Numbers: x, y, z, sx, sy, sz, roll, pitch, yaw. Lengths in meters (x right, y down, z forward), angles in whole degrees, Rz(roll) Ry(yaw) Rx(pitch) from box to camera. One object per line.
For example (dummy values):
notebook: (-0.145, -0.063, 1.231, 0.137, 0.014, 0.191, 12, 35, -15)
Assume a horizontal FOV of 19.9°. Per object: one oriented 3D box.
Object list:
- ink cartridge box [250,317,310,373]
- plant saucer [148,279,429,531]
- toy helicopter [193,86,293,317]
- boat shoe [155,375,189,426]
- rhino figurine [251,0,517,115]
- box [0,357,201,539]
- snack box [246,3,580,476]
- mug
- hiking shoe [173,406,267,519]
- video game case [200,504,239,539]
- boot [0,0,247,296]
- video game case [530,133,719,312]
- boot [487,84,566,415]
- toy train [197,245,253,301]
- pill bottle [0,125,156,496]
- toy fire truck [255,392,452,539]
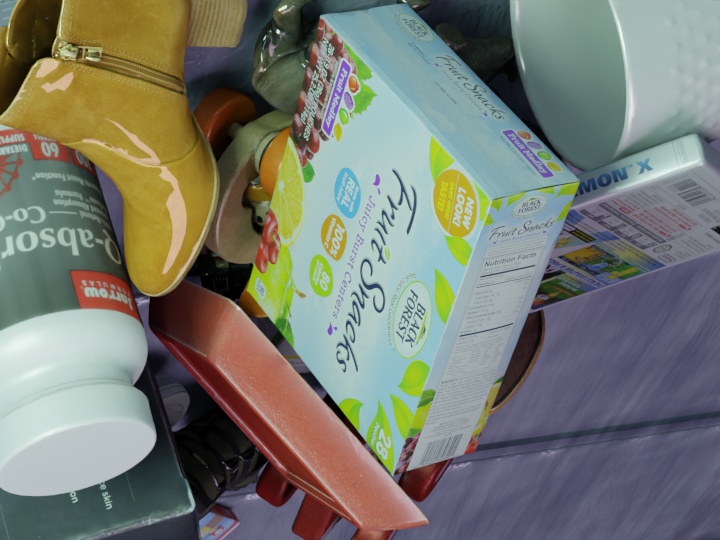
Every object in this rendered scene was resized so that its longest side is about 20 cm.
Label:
ink cartridge box: (0.000, 0.000, 1.454, 0.103, 0.060, 0.200, -3, 149, -32)
plant saucer: (-0.060, 0.091, 1.357, 0.037, 0.200, 0.200, -44, -162, -10)
toy helicopter: (-0.027, -0.050, 1.287, 0.200, 0.079, 0.133, -19, 129, -48)
boat shoe: (-0.226, 0.113, 1.519, 0.201, 0.065, 0.075, -18, 153, -13)
rhino figurine: (0.020, -0.125, 1.223, 0.199, 0.060, 0.087, 1, 143, -41)
box: (-0.226, 0.118, 1.360, 0.199, 0.197, 0.118, -16, 155, -9)
snack box: (0.022, -0.018, 1.135, 0.067, 0.169, 0.201, -14, 138, -33)
mug: (0.196, -0.170, 1.192, 0.174, 0.148, 0.201, -15, 124, -18)
hiking shoe: (-0.109, 0.131, 1.600, 0.101, 0.076, 0.200, -49, 173, 17)
video game case: (-0.208, 0.244, 1.795, 0.143, 0.017, 0.200, -42, 151, 10)
boot: (-0.143, -0.077, 1.116, 0.144, 0.071, 0.202, -4, 117, -44)
video game case: (0.148, -0.024, 1.246, 0.181, 0.022, 0.200, -19, 163, 20)
boot: (0.077, -0.010, 1.373, 0.072, 0.201, 0.166, 14, 171, 27)
toy train: (-0.096, -0.030, 1.360, 0.046, 0.034, 0.200, -8, 153, -2)
pill bottle: (-0.189, 0.021, 1.193, 0.115, 0.201, 0.116, -17, 155, -8)
toy fire truck: (0.015, 0.121, 1.593, 0.200, 0.112, 0.168, -48, 168, -40)
